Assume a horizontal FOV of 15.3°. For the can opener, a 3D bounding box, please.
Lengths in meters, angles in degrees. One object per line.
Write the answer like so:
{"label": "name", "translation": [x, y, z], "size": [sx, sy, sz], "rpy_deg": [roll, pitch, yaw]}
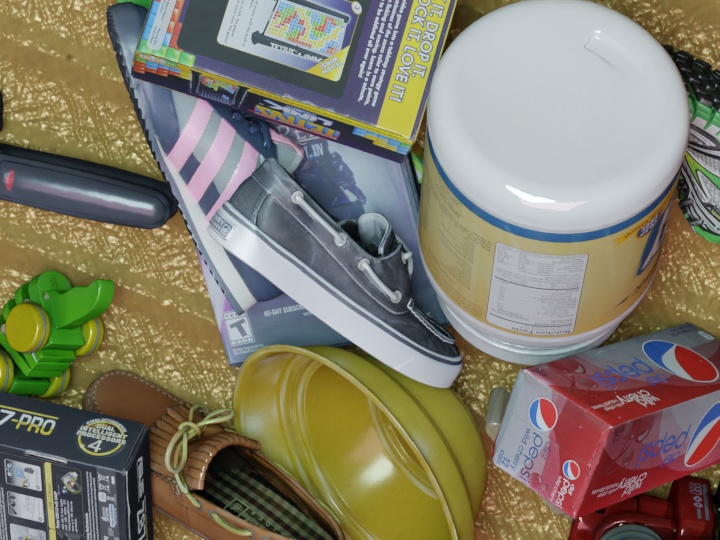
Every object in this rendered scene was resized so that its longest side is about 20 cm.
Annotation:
{"label": "can opener", "translation": [-0.206, -0.061, 1.605], "size": [0.199, 0.063, 0.079], "rpy_deg": [19, 112, 9]}

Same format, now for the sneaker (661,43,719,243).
{"label": "sneaker", "translation": [0.207, -0.063, 1.582], "size": [0.200, 0.078, 0.085], "rpy_deg": [36, 110, -10]}

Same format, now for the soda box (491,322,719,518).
{"label": "soda box", "translation": [0.162, 0.086, 1.576], "size": [0.070, 0.200, 0.064], "rpy_deg": [32, 115, 28]}

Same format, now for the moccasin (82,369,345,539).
{"label": "moccasin", "translation": [-0.090, 0.125, 1.644], "size": [0.201, 0.073, 0.078], "rpy_deg": [41, 142, 23]}

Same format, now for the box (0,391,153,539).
{"label": "box", "translation": [-0.209, 0.162, 1.661], "size": [0.160, 0.049, 0.201], "rpy_deg": [10, 134, 11]}

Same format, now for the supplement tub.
{"label": "supplement tub", "translation": [0.106, -0.045, 1.518], "size": [0.144, 0.145, 0.200], "rpy_deg": [5, 152, 2]}

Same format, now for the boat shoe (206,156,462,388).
{"label": "boat shoe", "translation": [0.000, 0.000, 1.550], "size": [0.200, 0.072, 0.068], "rpy_deg": [36, 95, -34]}

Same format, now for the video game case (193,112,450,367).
{"label": "video game case", "translation": [-0.036, -0.046, 1.610], "size": [0.142, 0.019, 0.201], "rpy_deg": [-11, 112, 11]}

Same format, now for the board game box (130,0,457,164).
{"label": "board game box", "translation": [-0.023, -0.181, 1.510], "size": [0.164, 0.057, 0.201], "rpy_deg": [19, 76, -4]}

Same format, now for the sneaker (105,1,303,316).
{"label": "sneaker", "translation": [-0.081, -0.077, 1.565], "size": [0.082, 0.070, 0.201], "rpy_deg": [-25, 111, -2]}

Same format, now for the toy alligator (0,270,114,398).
{"label": "toy alligator", "translation": [-0.222, 0.060, 1.675], "size": [0.200, 0.059, 0.054], "rpy_deg": [-49, 58, 27]}

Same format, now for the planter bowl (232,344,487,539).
{"label": "planter bowl", "translation": [0.017, 0.115, 1.637], "size": [0.200, 0.083, 0.201], "rpy_deg": [34, 142, 32]}

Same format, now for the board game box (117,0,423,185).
{"label": "board game box", "translation": [-0.052, -0.113, 1.606], "size": [0.095, 0.030, 0.200], "rpy_deg": [-32, 108, 17]}

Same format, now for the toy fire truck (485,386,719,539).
{"label": "toy fire truck", "translation": [0.162, 0.164, 1.620], "size": [0.199, 0.176, 0.129], "rpy_deg": [12, 112, 0]}
